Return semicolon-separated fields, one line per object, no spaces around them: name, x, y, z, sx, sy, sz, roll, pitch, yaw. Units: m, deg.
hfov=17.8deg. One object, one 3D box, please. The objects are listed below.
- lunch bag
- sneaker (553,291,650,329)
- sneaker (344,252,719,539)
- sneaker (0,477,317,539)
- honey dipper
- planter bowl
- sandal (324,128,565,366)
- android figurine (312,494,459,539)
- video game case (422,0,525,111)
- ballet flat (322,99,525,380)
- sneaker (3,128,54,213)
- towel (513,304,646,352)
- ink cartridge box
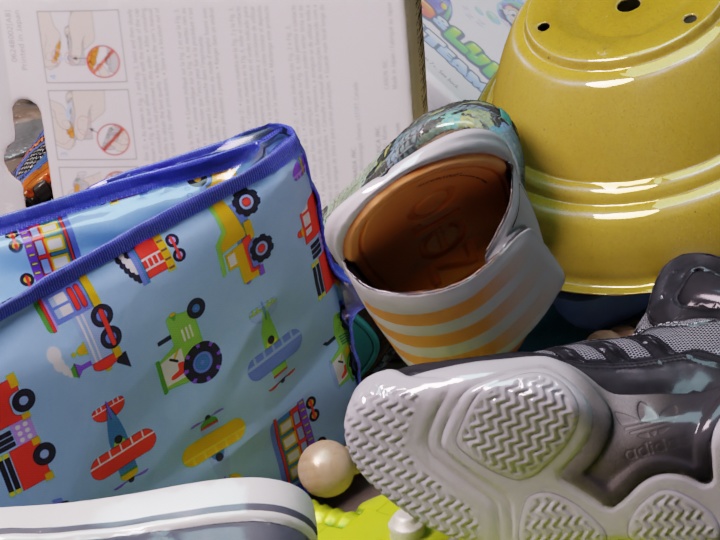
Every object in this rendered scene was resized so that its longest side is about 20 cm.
lunch bag;-0.080;0.040;0.908;0.199;0.151;0.094;-23;30;-16
sneaker;0.159;-0.029;1.044;0.070;0.078;0.200;21;55;41
sneaker;0.095;0.047;0.868;0.199;0.076;0.114;3;29;1
sneaker;-0.111;0.128;0.795;0.199;0.079;0.080;-11;58;8
honey dipper;0.060;0.055;0.945;0.199;0.038;0.038;-15;27;-32
planter bowl;0.124;-0.087;0.997;0.199;0.084;0.201;-15;38;12
sandal;0.047;0.012;0.908;0.079;0.207;0.059;-33;64;-1
android figurine;0.043;0.130;0.844;0.199;0.041;0.182;16;36;36
video game case;0.061;-0.125;1.181;0.200;0.024;0.182;43;34;9
ballet flat;0.000;0.000;0.989;0.200;0.074;0.074;-40;16;26
sneaker;-0.103;-0.076;1.087;0.200;0.075;0.079;-39;32;6
towel;0.129;-0.002;1.089;0.199;0.022;0.147;-17;30;-20
ink cartridge box;-0.068;-0.057;1.034;0.199;0.161;0.047;0;26;10
